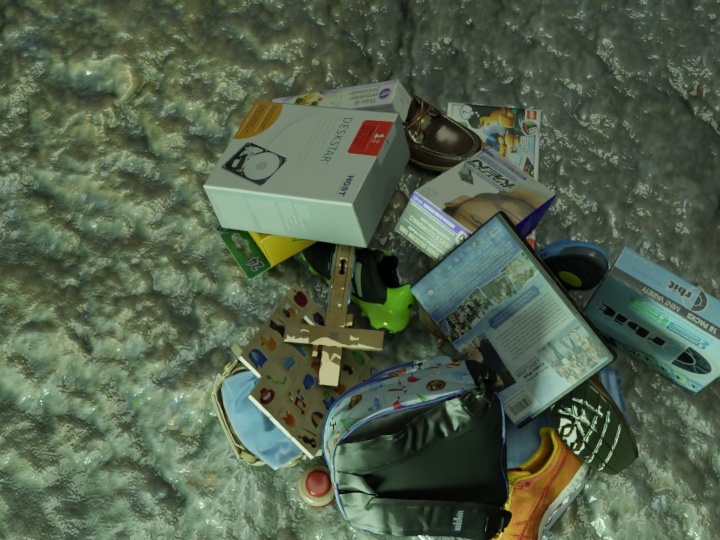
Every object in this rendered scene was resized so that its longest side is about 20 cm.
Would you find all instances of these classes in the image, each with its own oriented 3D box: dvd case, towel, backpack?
[{"bbox_3d":[0.163,0.055,1.191,0.143,0.018,0.200,-41,82,27],"label":"dvd case"},{"bbox_3d":[0.217,0.178,1.298,0.199,0.049,0.112,-6,79,-8],"label":"towel"},{"bbox_3d":[0.054,0.189,1.181,0.189,0.154,0.201,-12,112,-12],"label":"backpack"}]

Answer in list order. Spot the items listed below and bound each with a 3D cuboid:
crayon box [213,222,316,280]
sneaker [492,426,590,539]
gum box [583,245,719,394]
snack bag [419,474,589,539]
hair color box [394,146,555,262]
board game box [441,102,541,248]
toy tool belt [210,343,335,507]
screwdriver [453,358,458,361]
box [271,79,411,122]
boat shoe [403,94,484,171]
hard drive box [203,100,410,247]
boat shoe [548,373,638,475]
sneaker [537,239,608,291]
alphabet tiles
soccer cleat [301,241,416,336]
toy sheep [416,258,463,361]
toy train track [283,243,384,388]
[{"bbox_3d":[-0.085,-0.087,1.380,0.199,0.052,0.126,-30,47,-10],"label":"crayon box"},{"bbox_3d":[0.179,0.267,1.235,0.077,0.073,0.201,34,79,-13],"label":"sneaker"},{"bbox_3d":[0.351,0.062,1.275,0.169,0.200,0.045,31,74,11],"label":"gum box"},{"bbox_3d":[0.151,0.258,1.301,0.188,0.021,0.200,42,75,14],"label":"snack bag"},{"bbox_3d":[0.140,-0.071,1.300,0.109,0.065,0.200,37,38,14],"label":"hair color box"},{"bbox_3d":[0.167,-0.119,1.426,0.125,0.035,0.201,5,71,3],"label":"board game box"},{"bbox_3d":[-0.092,0.181,1.273,0.124,0.123,0.200,-31,74,-10],"label":"toy tool belt"},{"bbox_3d":[0.200,0.110,1.351,0.199,0.028,0.029,-9,99,-5],"label":"screwdriver"},{"bbox_3d":[-0.032,-0.205,1.400,0.199,0.041,0.039,-2,58,33],"label":"box"},{"bbox_3d":[0.064,-0.189,1.408,0.199,0.072,0.072,28,81,23],"label":"boat shoe"},{"bbox_3d":[-0.061,-0.119,1.314,0.199,0.077,0.156,8,52,23],"label":"hard drive box"},{"bbox_3d":[0.241,0.132,1.226,0.076,0.074,0.200,-40,84,30],"label":"boat shoe"},{"bbox_3d":[0.248,-0.014,1.303,0.066,0.200,0.079,36,74,-2],"label":"sneaker"},{"bbox_3d":[-0.054,0.122,1.262,0.167,0.008,0.200,46,34,-8],"label":"alphabet tiles"},{"bbox_3d":[0.000,0.000,1.337,0.200,0.067,0.081,40,107,38],"label":"soccer cleat"},{"bbox_3d":[0.147,0.049,1.311,0.199,0.138,0.139,-4,66,-40],"label":"toy sheep"},{"bbox_3d":[-0.025,0.041,1.278,0.114,0.033,0.201,5,70,6],"label":"toy train track"}]
